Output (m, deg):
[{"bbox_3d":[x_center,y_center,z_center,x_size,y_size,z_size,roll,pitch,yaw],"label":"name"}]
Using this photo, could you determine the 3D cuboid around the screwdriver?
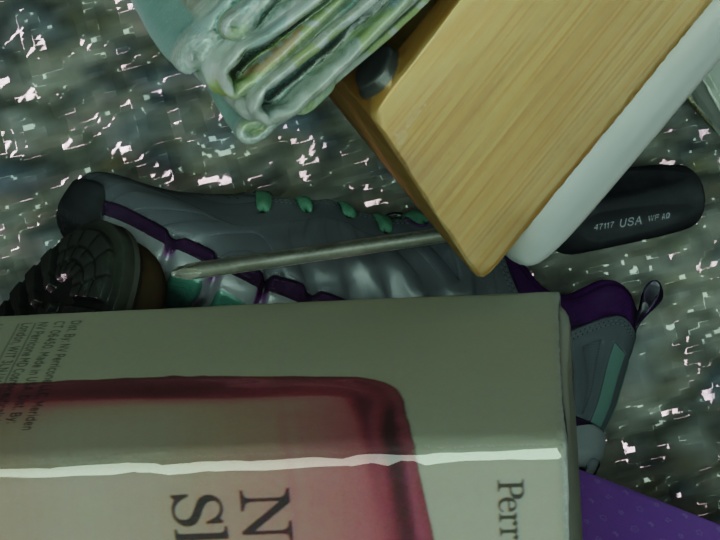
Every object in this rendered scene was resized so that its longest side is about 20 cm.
[{"bbox_3d":[0.027,-0.009,0.786,0.200,0.029,0.028,-12,57,-27],"label":"screwdriver"}]

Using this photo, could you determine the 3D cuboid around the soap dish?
[{"bbox_3d":[0.061,-0.113,0.753,0.081,0.157,0.200,34,100,-28],"label":"soap dish"}]

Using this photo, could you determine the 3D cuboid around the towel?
[{"bbox_3d":[-0.005,-0.136,0.741,0.171,0.200,0.048,-46,119,7],"label":"towel"}]

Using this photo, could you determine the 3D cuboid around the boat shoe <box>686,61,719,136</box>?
[{"bbox_3d":[0.159,-0.042,0.801,0.075,0.068,0.200,-35,94,8],"label":"boat shoe"}]

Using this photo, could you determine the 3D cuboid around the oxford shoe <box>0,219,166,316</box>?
[{"bbox_3d":[-0.094,0.073,0.814,0.084,0.073,0.200,5,119,-29],"label":"oxford shoe"}]

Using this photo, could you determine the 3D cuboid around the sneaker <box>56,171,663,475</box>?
[{"bbox_3d":[0.000,0.000,0.830,0.200,0.074,0.088,27,75,-2],"label":"sneaker"}]

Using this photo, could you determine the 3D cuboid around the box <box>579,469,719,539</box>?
[{"bbox_3d":[0.044,0.119,0.814,0.200,0.039,0.137,22,132,0],"label":"box"}]

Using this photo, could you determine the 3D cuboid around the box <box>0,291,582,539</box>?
[{"bbox_3d":[-0.036,0.087,0.704,0.200,0.109,0.128,-3,110,5],"label":"box"}]
